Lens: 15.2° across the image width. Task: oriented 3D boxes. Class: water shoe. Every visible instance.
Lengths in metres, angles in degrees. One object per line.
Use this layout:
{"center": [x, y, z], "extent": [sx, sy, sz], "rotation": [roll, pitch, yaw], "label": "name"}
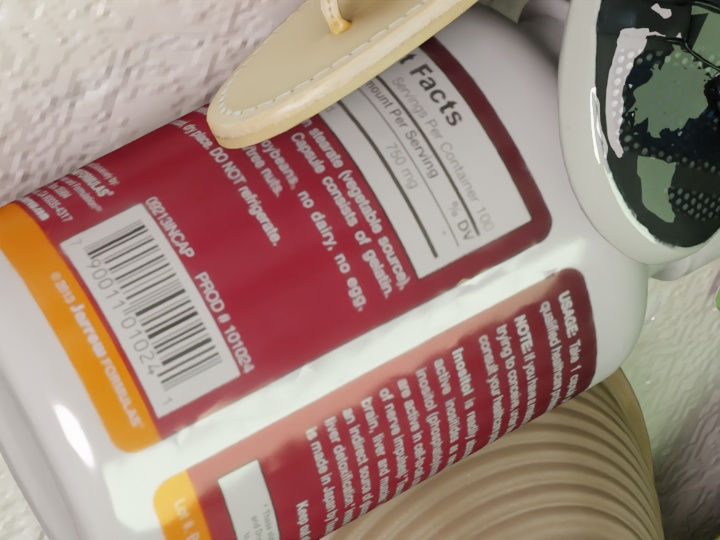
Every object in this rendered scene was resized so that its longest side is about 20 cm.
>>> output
{"center": [0.114, -0.091, 0.630], "extent": [0.071, 0.079, 0.201], "rotation": [28, 89, -36], "label": "water shoe"}

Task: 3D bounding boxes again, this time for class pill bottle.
{"center": [0.000, 0.000, 0.699], "extent": [0.199, 0.113, 0.113], "rotation": [-27, 140, -15], "label": "pill bottle"}

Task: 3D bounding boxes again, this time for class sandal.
{"center": [0.029, -0.120, 0.663], "extent": [0.211, 0.078, 0.070], "rotation": [-37, 110, -14], "label": "sandal"}

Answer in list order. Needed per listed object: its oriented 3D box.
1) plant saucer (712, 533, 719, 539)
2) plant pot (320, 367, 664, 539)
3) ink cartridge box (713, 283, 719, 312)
{"center": [0.192, 0.118, 0.965], "extent": [0.200, 0.048, 0.199], "rotation": [-40, 150, 20], "label": "plant saucer"}
{"center": [0.025, 0.109, 0.805], "extent": [0.200, 0.093, 0.202], "rotation": [-17, 121, -30], "label": "plant pot"}
{"center": [0.196, -0.054, 0.844], "extent": [0.103, 0.059, 0.201], "rotation": [-7, 131, -33], "label": "ink cartridge box"}
